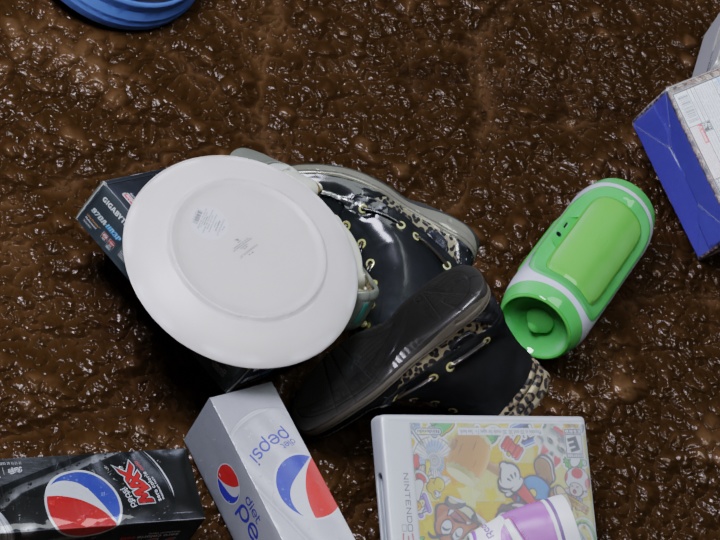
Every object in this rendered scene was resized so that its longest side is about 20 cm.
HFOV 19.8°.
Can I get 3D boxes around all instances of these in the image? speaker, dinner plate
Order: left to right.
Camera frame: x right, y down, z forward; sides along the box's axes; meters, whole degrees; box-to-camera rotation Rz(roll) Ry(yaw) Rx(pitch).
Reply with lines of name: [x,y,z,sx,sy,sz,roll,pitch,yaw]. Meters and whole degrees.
dinner plate: [-0.093,-0.013,1.662,0.199,0.024,0.201,11,54,-15]
speaker: [0.203,-0.004,1.917,0.088,0.089,0.200,38,46,3]

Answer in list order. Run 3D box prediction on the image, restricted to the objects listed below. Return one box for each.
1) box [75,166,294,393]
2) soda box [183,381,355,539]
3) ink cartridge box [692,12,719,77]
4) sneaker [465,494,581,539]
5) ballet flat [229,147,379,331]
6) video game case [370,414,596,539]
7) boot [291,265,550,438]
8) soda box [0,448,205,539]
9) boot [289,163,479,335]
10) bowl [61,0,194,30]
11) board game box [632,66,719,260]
box: [-0.123,0.002,1.724,0.200,0.046,0.159,48,26,12]
soda box: [-0.063,0.192,1.629,0.063,0.068,0.201,-12,61,-35]
ink cartridge box: [0.455,-0.189,2.200,0.199,0.084,0.145,29,47,-6]
sneaker: [0.139,0.291,1.652,0.114,0.073,0.202,-19,92,-10]
ballet flat: [-0.044,-0.041,1.757,0.067,0.064,0.201,-11,60,-41]
video game case: [0.107,0.210,1.699,0.199,0.023,0.183,3,74,-27]
boot: [0.055,0.101,1.740,0.151,0.200,0.073,46,6,-40]
soda box: [-0.222,0.181,1.548,0.199,0.071,0.064,-1,57,-30]
boot: [0.001,-0.001,1.813,0.202,0.074,0.154,21,52,-10]
bowl: [-0.227,-0.322,1.929,0.200,0.039,0.202,18,57,-30]
board game box: [0.400,-0.127,2.050,0.199,0.097,0.160,-22,81,-18]
